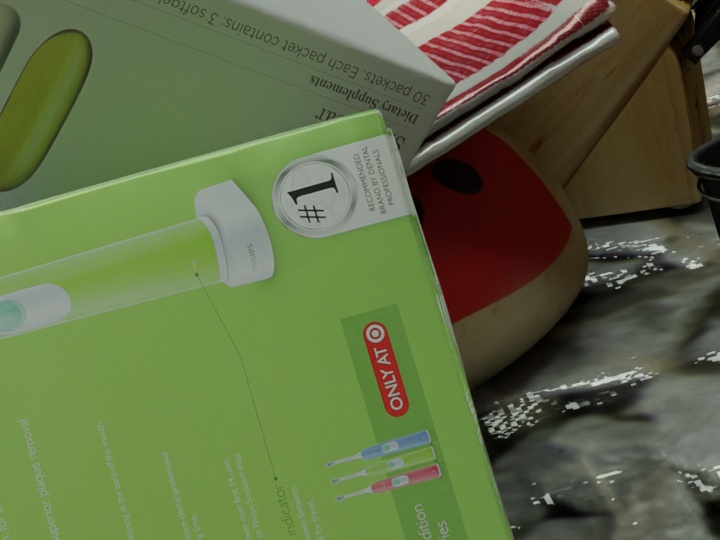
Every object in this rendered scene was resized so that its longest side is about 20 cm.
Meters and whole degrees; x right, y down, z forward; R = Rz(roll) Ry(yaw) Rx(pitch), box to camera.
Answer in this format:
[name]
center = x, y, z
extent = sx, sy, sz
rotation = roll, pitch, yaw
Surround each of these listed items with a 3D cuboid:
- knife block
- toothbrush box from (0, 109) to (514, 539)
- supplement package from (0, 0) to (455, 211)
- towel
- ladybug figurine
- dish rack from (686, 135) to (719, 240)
[knife block]
center = 0.072, -0.109, 1.136
extent = 0.199, 0.176, 0.064
rotation = -8, 21, 14
[toothbrush box]
center = -0.069, 0.059, 0.815
extent = 0.199, 0.146, 0.086
rotation = -16, -13, -7
[supplement package]
center = -0.103, -0.072, 0.921
extent = 0.199, 0.111, 0.156
rotation = 17, 20, -39
[towel]
center = -0.004, -0.076, 1.069
extent = 0.144, 0.023, 0.200
rotation = -33, 24, -8
[ladybug figurine]
center = 0.000, 0.000, 1.048
extent = 0.135, 0.072, 0.200
rotation = 2, 26, 34
[dish rack]
center = 0.229, -0.028, 1.009
extent = 0.153, 0.055, 0.200
rotation = -28, 26, -32
